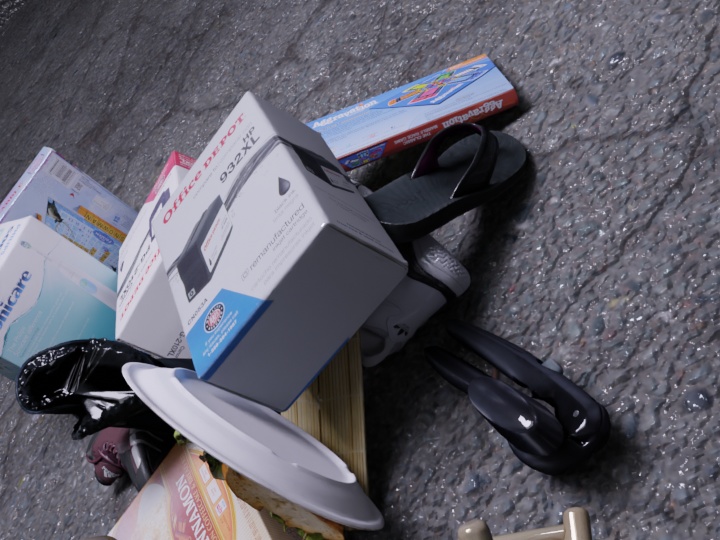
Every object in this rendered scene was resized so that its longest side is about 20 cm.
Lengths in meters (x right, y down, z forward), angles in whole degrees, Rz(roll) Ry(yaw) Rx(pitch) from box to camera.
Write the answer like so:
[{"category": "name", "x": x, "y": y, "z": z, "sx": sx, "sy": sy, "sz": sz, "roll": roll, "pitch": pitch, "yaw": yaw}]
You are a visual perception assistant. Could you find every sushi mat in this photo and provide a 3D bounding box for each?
[{"category": "sushi mat", "x": -0.031, "y": 0.099, "z": 0.679, "sx": 0.095, "sy": 0.012, "sz": 0.201, "roll": -7, "pitch": 84, "yaw": 42}]

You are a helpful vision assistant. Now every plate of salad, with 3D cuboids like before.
[{"category": "plate of salad", "x": -0.074, "y": 0.122, "z": 0.578, "sx": 0.200, "sy": 0.200, "sz": 0.048, "roll": 28, "pitch": 86, "yaw": 54}]

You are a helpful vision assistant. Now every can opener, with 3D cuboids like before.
[{"category": "can opener", "x": 0.100, "y": 0.075, "z": 0.603, "sx": 0.063, "sy": 0.079, "sz": 0.200, "roll": -41, "pitch": 23, "yaw": -2}]

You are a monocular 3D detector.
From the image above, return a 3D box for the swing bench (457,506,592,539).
[{"category": "swing bench", "x": 0.030, "y": 0.244, "z": 0.456, "sx": 0.198, "sy": 0.129, "sz": 0.201, "roll": -22, "pitch": 68, "yaw": 32}]

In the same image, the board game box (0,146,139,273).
[{"category": "board game box", "x": -0.350, "y": -0.007, "z": 1.041, "sx": 0.041, "sy": 0.200, "sz": 0.200, "roll": 19, "pitch": 72, "yaw": 54}]

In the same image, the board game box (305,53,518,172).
[{"category": "board game box", "x": 0.041, "y": -0.146, "z": 0.831, "sx": 0.199, "sy": 0.020, "sz": 0.103, "roll": -21, "pitch": 34, "yaw": 3}]

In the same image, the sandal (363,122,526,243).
[{"category": "sandal", "x": 0.076, "y": -0.083, "z": 0.707, "sx": 0.075, "sy": 0.048, "sz": 0.200, "roll": 20, "pitch": 37, "yaw": 31}]

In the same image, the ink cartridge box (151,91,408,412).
[{"category": "ink cartridge box", "x": -0.071, "y": -0.020, "z": 0.658, "sx": 0.145, "sy": 0.084, "sz": 0.200, "roll": -50, "pitch": 39, "yaw": 16}]

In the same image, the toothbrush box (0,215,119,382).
[{"category": "toothbrush box", "x": -0.334, "y": 0.057, "z": 0.965, "sx": 0.085, "sy": 0.200, "sz": 0.147, "roll": -6, "pitch": 54, "yaw": 44}]

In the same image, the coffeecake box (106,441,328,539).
[{"category": "coffeecake box", "x": -0.123, "y": 0.229, "z": 0.658, "sx": 0.200, "sy": 0.073, "sz": 0.154, "roll": -53, "pitch": 40, "yaw": 11}]

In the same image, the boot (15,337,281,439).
[{"category": "boot", "x": -0.158, "y": 0.100, "z": 0.707, "sx": 0.168, "sy": 0.199, "sz": 0.077, "roll": 119, "pitch": 154, "yaw": -79}]

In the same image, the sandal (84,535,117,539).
[{"category": "sandal", "x": -0.209, "y": 0.285, "z": 0.615, "sx": 0.081, "sy": 0.055, "sz": 0.201, "roll": -21, "pitch": 53, "yaw": 34}]

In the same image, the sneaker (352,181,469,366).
[{"category": "sneaker", "x": 0.000, "y": 0.000, "z": 0.750, "sx": 0.115, "sy": 0.075, "sz": 0.200, "roll": -49, "pitch": 37, "yaw": 0}]

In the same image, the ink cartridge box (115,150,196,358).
[{"category": "ink cartridge box", "x": -0.193, "y": -0.017, "z": 0.937, "sx": 0.145, "sy": 0.084, "sz": 0.200, "roll": -57, "pitch": 26, "yaw": 18}]

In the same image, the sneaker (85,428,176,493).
[{"category": "sneaker", "x": -0.216, "y": 0.183, "z": 0.846, "sx": 0.116, "sy": 0.076, "sz": 0.200, "roll": -50, "pitch": 26, "yaw": 11}]
